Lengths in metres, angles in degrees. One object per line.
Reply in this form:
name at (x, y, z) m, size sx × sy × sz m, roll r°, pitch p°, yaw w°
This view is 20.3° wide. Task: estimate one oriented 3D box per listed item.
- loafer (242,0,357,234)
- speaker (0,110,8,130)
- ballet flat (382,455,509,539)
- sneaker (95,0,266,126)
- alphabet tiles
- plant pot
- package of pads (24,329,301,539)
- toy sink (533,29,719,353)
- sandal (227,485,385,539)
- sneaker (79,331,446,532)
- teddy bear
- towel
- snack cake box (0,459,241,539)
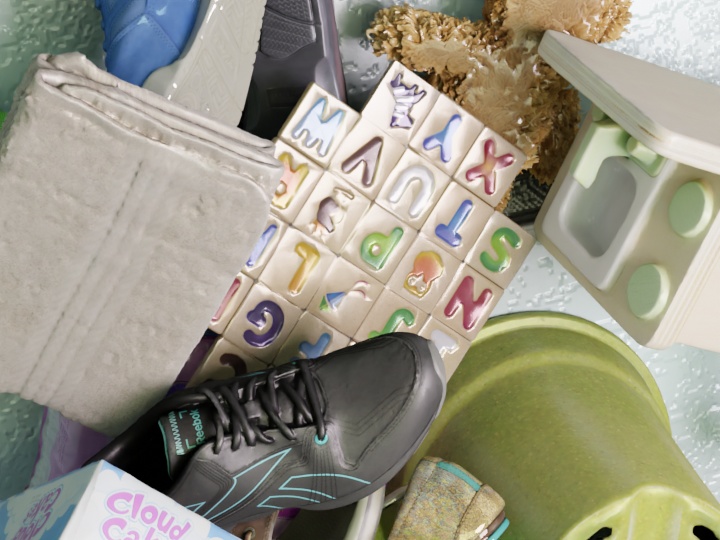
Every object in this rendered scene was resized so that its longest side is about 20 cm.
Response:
loafer at (-0.030, -0.082, 1.068) m, size 0.071 × 0.063 × 0.202 m, roll 4°, pitch 113°, yaw 17°
speaker at (-0.168, -0.035, 1.021) m, size 0.198 × 0.088 × 0.089 m, roll 17°, pitch 102°, yaw -22°
ballet flat at (0.000, 0.175, 1.074) m, size 0.070 × 0.071 × 0.200 m, roll 27°, pitch 118°, yaw -23°
sneaker at (-0.111, -0.130, 0.999) m, size 0.077 × 0.110 × 0.202 m, roll 7°, pitch 101°, yaw -63°
alphabet tiles at (0.000, 0.000, 1.052) m, size 0.166 × 0.006 × 0.201 m, roll 33°, pitch 90°, yaw -30°
plant pot at (0.121, 0.147, 1.124) m, size 0.198 × 0.184 × 0.202 m, roll -5°, pitch 109°, yaw -16°
package of pads at (-0.079, 0.088, 1.099) m, size 0.198 × 0.076 × 0.122 m, roll 7°, pitch 105°, yaw -20°
toy sink at (0.175, -0.029, 1.059) m, size 0.199 × 0.130 × 0.113 m, roll 13°, pitch 112°, yaw -34°
sandal at (-0.057, 0.159, 1.043) m, size 0.057 × 0.080 × 0.201 m, roll 39°, pitch 101°, yaw -22°
sneaker at (-0.051, 0.086, 0.991) m, size 0.199 × 0.076 × 0.079 m, roll -29°, pitch 149°, yaw 10°
teddy bear at (0.064, -0.092, 1.100) m, size 0.144 × 0.067 × 0.202 m, roll 10°, pitch 111°, yaw -11°
towel at (-0.129, -0.007, 0.962) m, size 0.132 × 0.035 × 0.201 m, roll 24°, pitch 127°, yaw -15°
snack cake box at (-0.130, 0.161, 0.982) m, size 0.115 × 0.200 × 0.068 m, roll 35°, pitch 62°, yaw -18°
